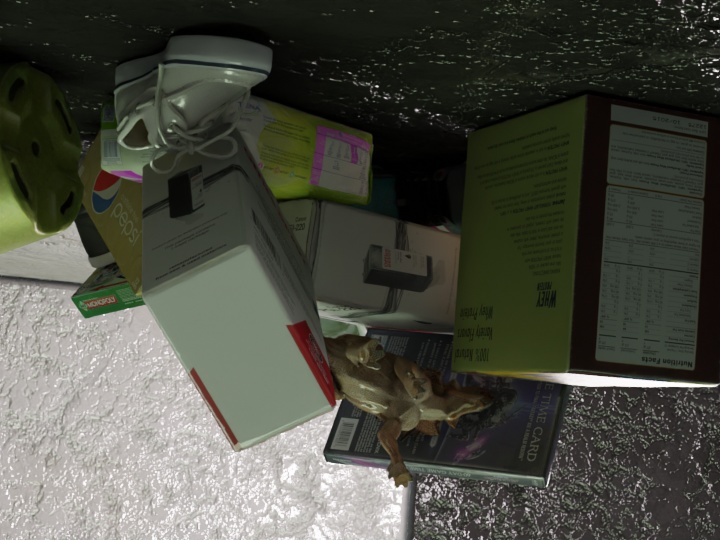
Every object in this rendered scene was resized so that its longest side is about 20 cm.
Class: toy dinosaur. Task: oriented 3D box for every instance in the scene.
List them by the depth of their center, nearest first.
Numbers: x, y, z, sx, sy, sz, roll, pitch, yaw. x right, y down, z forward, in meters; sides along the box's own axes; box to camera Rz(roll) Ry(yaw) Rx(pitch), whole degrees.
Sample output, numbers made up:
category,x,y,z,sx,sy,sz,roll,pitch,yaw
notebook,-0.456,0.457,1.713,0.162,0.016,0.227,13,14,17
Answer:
category,x,y,z,sx,sy,sz,roll,pitch,yaw
toy dinosaur,0.011,0.089,1.221,0.199,0.086,0.136,37,-169,-7

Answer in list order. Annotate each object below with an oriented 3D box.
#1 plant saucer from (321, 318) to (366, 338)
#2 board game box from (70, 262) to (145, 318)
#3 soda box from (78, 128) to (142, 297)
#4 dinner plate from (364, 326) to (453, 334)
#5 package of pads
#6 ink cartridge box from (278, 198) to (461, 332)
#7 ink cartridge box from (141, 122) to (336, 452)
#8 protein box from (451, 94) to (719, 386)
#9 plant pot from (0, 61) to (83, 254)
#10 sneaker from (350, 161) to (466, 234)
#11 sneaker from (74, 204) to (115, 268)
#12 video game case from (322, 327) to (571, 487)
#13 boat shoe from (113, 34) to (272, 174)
category,x,y,z,sx,sy,sz,roll,pitch,yaw
plant saucer,-0.075,0.021,1.489,0.198,0.051,0.201,20,151,11
board game box,-0.172,-0.019,1.418,0.198,0.135,0.029,-13,121,40
soda box,-0.186,-0.047,1.299,0.064,0.068,0.200,21,-161,-37
dinner plate,0.089,0.059,1.459,0.198,0.202,0.024,7,135,-23
package of pads,-0.098,-0.097,1.248,0.153,0.069,0.199,1,173,39
ink cartridge box,0.000,0.000,1.309,0.198,0.086,0.145,15,169,-33
ink cartridge box,-0.090,0.006,1.067,0.083,0.145,0.201,-24,-151,6
protein box,0.178,-0.014,1.171,0.133,0.203,0.198,7,174,-21
plant pot,-0.321,-0.078,1.143,0.182,0.203,0.200,-9,170,18
sneaker,0.046,-0.066,1.404,0.119,0.085,0.200,-4,178,-15
sneaker,-0.198,-0.087,1.422,0.198,0.100,0.071,-26,-159,12
video game case,0.080,0.116,1.293,0.197,0.144,0.019,4,139,20
boat shoe,-0.126,-0.110,1.048,0.074,0.087,0.201,8,173,-34
